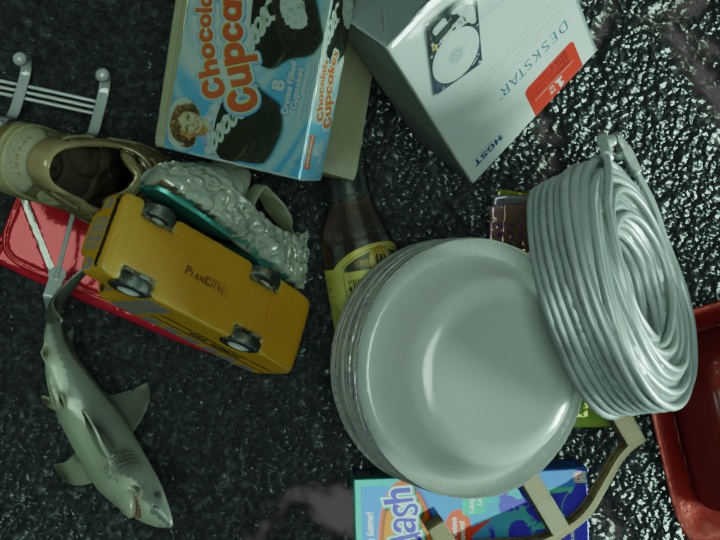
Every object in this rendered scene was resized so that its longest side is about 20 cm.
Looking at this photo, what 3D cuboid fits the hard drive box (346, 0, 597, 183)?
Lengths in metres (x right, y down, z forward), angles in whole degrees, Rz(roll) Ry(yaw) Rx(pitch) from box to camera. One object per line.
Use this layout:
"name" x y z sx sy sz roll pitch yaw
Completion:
"hard drive box" 0.083 -0.187 0.875 0.156 0.200 0.077 -47 57 -2

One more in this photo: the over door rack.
"over door rack" -0.286 -0.079 0.897 0.147 0.067 0.201 11 80 -5

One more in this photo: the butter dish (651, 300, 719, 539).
"butter dish" 0.352 0.120 0.933 0.199 0.148 0.201 -14 93 -6

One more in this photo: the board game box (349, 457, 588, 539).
"board game box" 0.092 0.242 0.967 0.198 0.045 0.153 -3 92 -5

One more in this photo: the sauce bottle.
"sauce bottle" 0.000 0.000 0.941 0.066 0.066 0.201 -12 94 -4

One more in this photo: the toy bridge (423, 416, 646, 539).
"toy bridge" 0.147 0.187 0.935 0.199 0.027 0.067 -32 94 -4

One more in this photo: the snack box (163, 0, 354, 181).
"snack box" -0.066 -0.172 0.799 0.116 0.037 0.201 14 98 25

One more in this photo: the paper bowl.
"paper bowl" 0.084 0.075 0.885 0.199 0.104 0.202 0 91 -22

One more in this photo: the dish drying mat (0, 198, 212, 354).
"dish drying mat" -0.198 -0.003 0.945 0.199 0.018 0.077 23 86 -5

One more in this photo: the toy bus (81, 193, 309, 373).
"toy bus" -0.126 0.014 0.872 0.200 0.078 0.065 32 67 -38

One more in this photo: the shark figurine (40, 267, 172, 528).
"shark figurine" -0.206 0.095 0.920 0.089 0.128 0.216 -29 106 -39

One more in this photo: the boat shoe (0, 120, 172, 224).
"boat shoe" -0.186 -0.064 0.862 0.064 0.200 0.072 13 94 29

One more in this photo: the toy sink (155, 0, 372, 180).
"toy sink" -0.067 -0.181 0.881 0.130 0.112 0.201 11 92 24

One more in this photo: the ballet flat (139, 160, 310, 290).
"ballet flat" -0.099 -0.046 0.888 0.071 0.200 0.072 -11 61 22

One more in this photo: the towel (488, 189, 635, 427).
"towel" 0.176 0.033 0.979 0.143 0.023 0.202 1 93 -6

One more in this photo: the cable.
"cable" 0.193 0.014 0.875 0.069 0.200 0.201 -18 114 30
